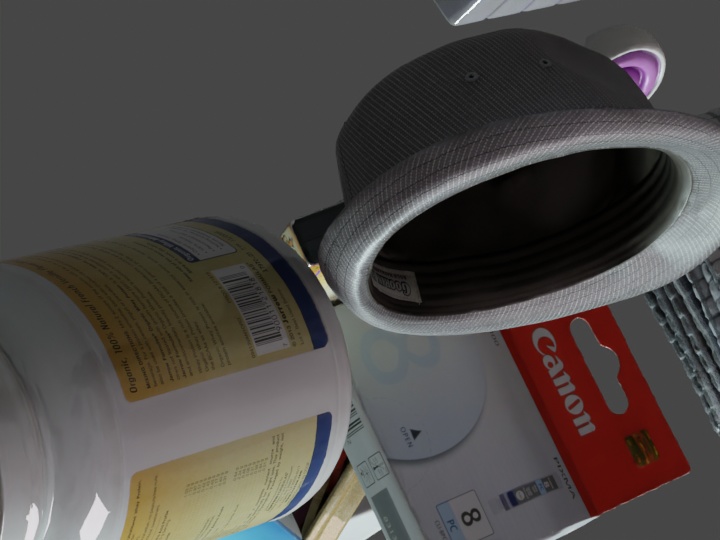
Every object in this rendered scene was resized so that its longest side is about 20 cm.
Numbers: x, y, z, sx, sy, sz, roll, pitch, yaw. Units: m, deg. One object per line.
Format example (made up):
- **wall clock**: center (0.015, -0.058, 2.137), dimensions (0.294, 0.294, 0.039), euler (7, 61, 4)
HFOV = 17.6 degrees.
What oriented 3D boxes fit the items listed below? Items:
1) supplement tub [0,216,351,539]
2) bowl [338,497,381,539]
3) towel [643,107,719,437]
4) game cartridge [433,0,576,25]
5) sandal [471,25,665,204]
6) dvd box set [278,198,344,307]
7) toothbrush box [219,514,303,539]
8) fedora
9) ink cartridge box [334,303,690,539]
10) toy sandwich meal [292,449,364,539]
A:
- **supplement tub**: center (-0.116, 0.060, 1.014), dimensions (0.200, 0.145, 0.144), euler (-14, 162, -46)
- **bowl**: center (-0.067, 0.203, 1.844), dimensions (0.200, 0.075, 0.200), euler (-37, 164, 36)
- **towel**: center (0.252, -0.003, 1.401), dimensions (0.165, 0.200, 0.086), euler (-18, 166, -31)
- **game cartridge**: center (0.122, -0.164, 0.876), dimensions (0.129, 0.038, 0.200), euler (-11, 160, -40)
- **sandal**: center (0.073, -0.040, 1.148), dimensions (0.203, 0.050, 0.082), euler (-46, 144, 18)
- **dvd box set**: center (0.000, 0.000, 1.274), dimensions (0.146, 0.029, 0.200), euler (-21, 167, -24)
- **toothbrush box**: center (-0.155, 0.159, 1.398), dimensions (0.200, 0.085, 0.146), euler (-30, 153, 6)
- **fedora**: center (0.069, -0.048, 1.054), dimensions (0.199, 0.091, 0.177), euler (-12, 152, -11)
- **ink cartridge box**: center (0.083, 0.071, 1.289), dimensions (0.200, 0.160, 0.047), euler (-20, 168, -29)
- **toy sandwich meal**: center (-0.033, 0.137, 1.531), dimensions (0.205, 0.070, 0.205), euler (-58, 177, -4)
